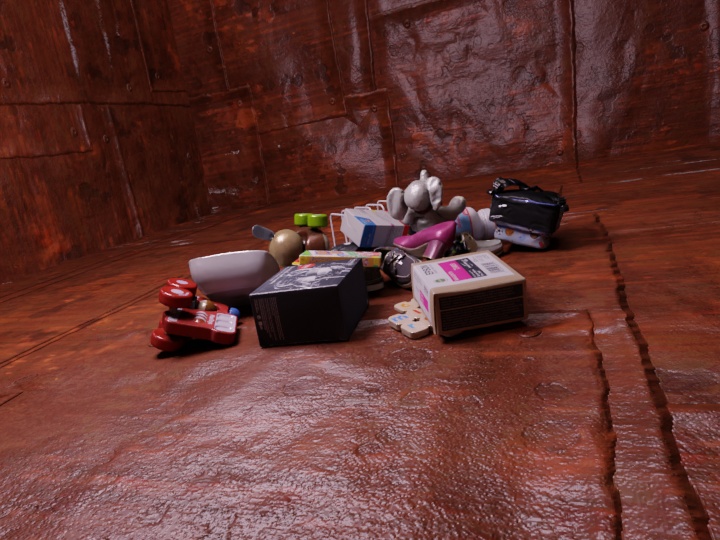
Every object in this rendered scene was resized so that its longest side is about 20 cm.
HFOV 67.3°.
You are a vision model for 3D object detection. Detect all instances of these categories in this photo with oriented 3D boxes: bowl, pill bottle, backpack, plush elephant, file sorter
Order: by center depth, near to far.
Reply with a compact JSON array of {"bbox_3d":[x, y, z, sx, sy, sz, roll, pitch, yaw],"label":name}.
[{"bbox_3d":[-0.286,0.028,1.265,0.193,0.077,0.200,-8,-18,-1],"label":"bowl"},{"bbox_3d":[0.154,-0.164,1.310,0.160,0.158,0.202,-3,36,25],"label":"plush elephant"},{"bbox_3d":[0.426,-0.143,1.361,0.195,0.159,0.189,20,27,25],"label":"backpack"},{"bbox_3d":[0.255,-0.107,1.446,0.193,0.112,0.109,-11,14,-2],"label":"pill bottle"},{"bbox_3d":[0.014,-0.139,1.720,0.195,0.129,0.138,-17,15,-26],"label":"file sorter"}]

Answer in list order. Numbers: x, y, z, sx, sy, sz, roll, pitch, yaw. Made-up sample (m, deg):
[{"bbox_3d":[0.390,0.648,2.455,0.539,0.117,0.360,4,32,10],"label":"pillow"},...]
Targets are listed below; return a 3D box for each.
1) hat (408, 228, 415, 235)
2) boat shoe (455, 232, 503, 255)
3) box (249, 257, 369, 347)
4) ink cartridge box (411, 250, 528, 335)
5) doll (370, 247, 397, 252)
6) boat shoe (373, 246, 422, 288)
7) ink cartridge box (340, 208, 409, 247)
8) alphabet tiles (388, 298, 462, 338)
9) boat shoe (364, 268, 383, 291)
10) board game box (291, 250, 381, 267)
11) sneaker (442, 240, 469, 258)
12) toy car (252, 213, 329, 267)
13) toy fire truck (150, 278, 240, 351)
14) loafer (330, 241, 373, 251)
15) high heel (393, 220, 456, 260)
[{"bbox_3d":[0.195,-0.138,1.654,0.193,0.084,0.201,4,18,-1],"label":"hat"},{"bbox_3d":[0.258,-0.056,1.330,0.193,0.071,0.075,-12,14,-7],"label":"boat shoe"},{"bbox_3d":[-0.092,0.057,1.065,0.176,0.108,0.200,-6,14,14],"label":"box"},{"bbox_3d":[0.186,0.033,0.964,0.159,0.078,0.200,-9,17,-4],"label":"ink cartridge box"},{"bbox_3d":[0.086,-0.037,1.423,0.134,0.050,0.198,-28,14,-27],"label":"doll"},{"bbox_3d":[0.080,-0.014,1.241,0.064,0.073,0.200,31,1,-22],"label":"boat shoe"},{"bbox_3d":[0.056,-0.119,1.520,0.195,0.069,0.116,-1,28,-34],"label":"ink cartridge box"},{"bbox_3d":[0.153,0.078,0.992,0.195,0.015,0.194,-17,18,-23],"label":"alphabet tiles"},{"bbox_3d":[0.003,-0.001,1.315,0.070,0.062,0.201,-14,14,-17],"label":"boat shoe"},{"bbox_3d":[-0.050,-0.026,1.201,0.193,0.031,0.096,-1,8,3],"label":"board game box"},{"bbox_3d":[0.192,-0.019,1.199,0.070,0.086,0.199,-2,16,30],"label":"sneaker"},{"bbox_3d":[-0.189,-0.058,1.386,0.195,0.170,0.156,-5,9,-32],"label":"toy car"},{"bbox_3d":[-0.334,0.098,1.124,0.163,0.116,0.200,13,9,-13],"label":"toy fire truck"},{"bbox_3d":[0.000,-0.050,1.522,0.071,0.075,0.198,21,36,38],"label":"loafer"},{"bbox_3d":[0.146,-0.073,1.225,0.067,0.098,0.199,34,-5,-30],"label":"high heel"}]
